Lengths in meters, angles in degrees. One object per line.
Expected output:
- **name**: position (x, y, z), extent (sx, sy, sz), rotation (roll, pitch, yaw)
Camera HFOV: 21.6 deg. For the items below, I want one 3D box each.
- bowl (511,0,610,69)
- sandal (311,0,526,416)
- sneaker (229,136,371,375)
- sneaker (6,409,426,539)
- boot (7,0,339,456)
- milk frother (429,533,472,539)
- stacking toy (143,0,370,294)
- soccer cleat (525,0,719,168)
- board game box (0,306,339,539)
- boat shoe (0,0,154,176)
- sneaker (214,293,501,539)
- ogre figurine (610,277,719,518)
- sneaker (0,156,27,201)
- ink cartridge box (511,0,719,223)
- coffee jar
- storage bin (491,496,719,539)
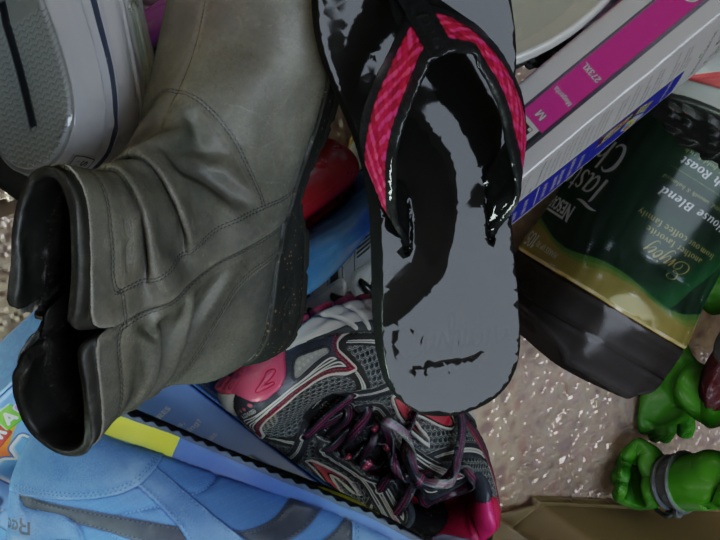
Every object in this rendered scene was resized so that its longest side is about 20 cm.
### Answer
- **bowl**: position (0.019, -0.151, 0.788), extent (0.200, 0.202, 0.091), rotation (-33, 165, -16)
- **sandal**: position (0.030, -0.043, 0.678), extent (0.074, 0.045, 0.202), rotation (-11, 102, -14)
- **sneaker**: position (0.000, 0.000, 0.869), extent (0.076, 0.088, 0.201), rotation (38, 89, -38)
- **sneaker**: position (-0.051, 0.116, 0.786), extent (0.199, 0.066, 0.079), rotation (22, 84, -16)
- **boot**: position (-0.068, -0.040, 0.668), extent (0.130, 0.067, 0.202), rotation (-22, 120, -56)
- **milk frother**: position (0.036, 0.234, 0.926), extent (0.188, 0.200, 0.181), rotation (-37, 88, 30)
- **stacking toy**: position (-0.079, -0.082, 0.788), extent (0.115, 0.110, 0.201), rotation (-25, 103, 16)
- **soccer cleat**: position (0.131, -0.112, 0.861), extent (0.073, 0.199, 0.068), rotation (-55, 164, -14)
- **board game box**: position (-0.108, 0.108, 0.854), extent (0.151, 0.037, 0.200), rotation (-41, 128, 11)
- **boat shoe**: position (-0.125, -0.130, 0.725), extent (0.067, 0.073, 0.202), rotation (-3, 80, -56)
- **sneaker**: position (0.010, 0.070, 0.841), extent (0.080, 0.075, 0.200), rotation (-36, 149, 16)
- **ogre figurine**: position (0.217, 0.055, 1.004), extent (0.200, 0.120, 0.098), rotation (-44, 125, -8)
- **sneaker**: position (-0.197, -0.065, 0.736), extent (0.099, 0.071, 0.200), rotation (-46, 120, -5)
- **ink cartridge box**: position (0.076, -0.056, 0.764), extent (0.200, 0.095, 0.037), rotation (-42, 82, -7)
- **coffee jar**: position (0.149, -0.040, 0.932), extent (0.085, 0.104, 0.201), rotation (29, 93, -21)
- **storage bin**: position (0.190, 0.204, 0.998), extent (0.197, 0.200, 0.095), rotation (6, 105, -33)
